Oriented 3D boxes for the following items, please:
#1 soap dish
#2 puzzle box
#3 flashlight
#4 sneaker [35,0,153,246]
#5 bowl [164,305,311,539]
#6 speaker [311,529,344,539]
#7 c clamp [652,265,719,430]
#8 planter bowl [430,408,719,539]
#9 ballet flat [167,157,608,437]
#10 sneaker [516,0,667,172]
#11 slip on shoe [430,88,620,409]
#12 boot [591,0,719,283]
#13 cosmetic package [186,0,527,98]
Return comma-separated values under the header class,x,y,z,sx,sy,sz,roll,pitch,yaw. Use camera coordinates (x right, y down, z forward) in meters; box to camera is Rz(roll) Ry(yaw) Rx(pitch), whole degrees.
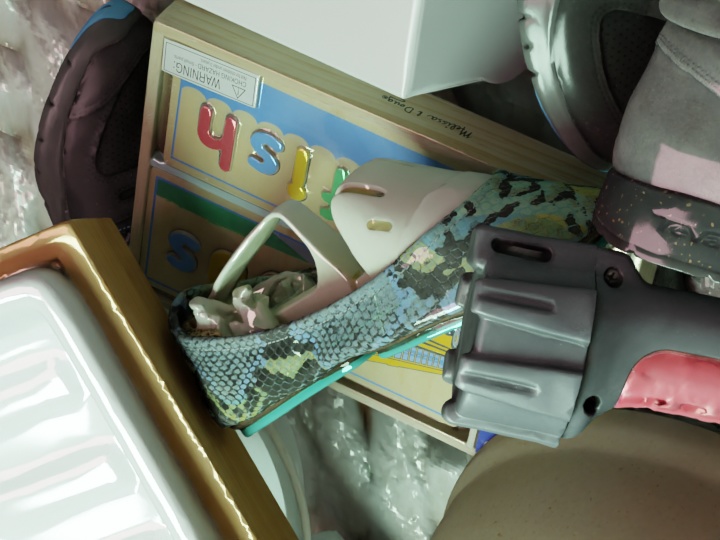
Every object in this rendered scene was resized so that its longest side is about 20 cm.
class,x,y,z,sx,sy,sz,roll,pitch,yaw
soap dish,-0.116,0.085,1.006,0.157,0.081,0.200,-22,108,25
puzzle box,0.008,-0.008,0.978,0.199,0.025,0.133,24,133,16
flashlight,0.126,0.043,0.842,0.199,0.068,0.068,10,134,-5
sneaker,-0.093,-0.020,1.148,0.082,0.073,0.201,13,121,14
bowl,-0.105,0.080,1.098,0.200,0.090,0.202,7,118,13
speaker,0.024,0.205,1.125,0.200,0.081,0.081,45,137,21
c clamp,0.150,0.000,0.925,0.200,0.027,0.171,44,136,23
planter bowl,0.091,0.169,0.948,0.200,0.135,0.201,21,138,20
ballet flat,0.000,0.000,0.924,0.200,0.074,0.074,-30,87,41
sneaker,0.101,-0.124,0.870,0.082,0.073,0.201,12,115,25
slip on shoe,0.025,-0.018,1.017,0.200,0.060,0.076,59,147,7
boot,0.177,-0.047,0.816,0.199,0.070,0.132,16,102,4
cosmetic package,-0.016,-0.138,0.966,0.200,0.107,0.085,25,118,35
